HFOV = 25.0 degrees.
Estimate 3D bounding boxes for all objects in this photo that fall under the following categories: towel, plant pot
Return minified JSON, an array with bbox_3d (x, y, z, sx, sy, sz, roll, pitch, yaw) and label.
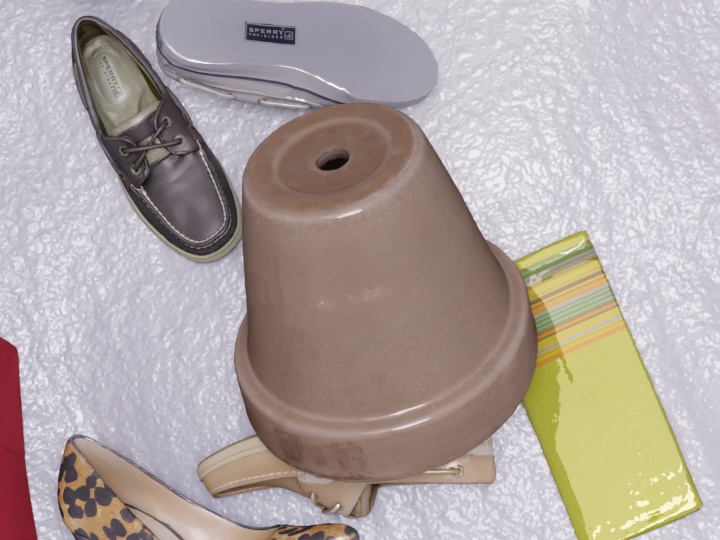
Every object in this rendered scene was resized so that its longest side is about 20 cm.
[{"bbox_3d":[0.149,0.079,1.076,0.085,0.018,0.202,-24,73,9],"label":"towel"},{"bbox_3d":[0.000,0.000,1.001,0.198,0.176,0.201,-11,40,9],"label":"plant pot"}]

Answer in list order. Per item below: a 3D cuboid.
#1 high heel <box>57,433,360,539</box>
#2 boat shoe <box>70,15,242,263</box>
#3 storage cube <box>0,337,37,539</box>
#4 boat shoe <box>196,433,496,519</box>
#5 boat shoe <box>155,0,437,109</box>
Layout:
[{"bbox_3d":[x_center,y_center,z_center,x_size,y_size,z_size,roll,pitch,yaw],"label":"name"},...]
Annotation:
[{"bbox_3d":[-0.105,0.151,1.041,0.198,0.071,0.144,-22,90,25],"label":"high heel"},{"bbox_3d":[-0.154,-0.095,1.153,0.071,0.066,0.202,-32,72,0],"label":"boat shoe"},{"bbox_3d":[-0.325,0.127,1.066,0.198,0.180,0.173,-13,73,6],"label":"storage cube"},{"bbox_3d":[-0.011,0.130,1.061,0.198,0.071,0.065,-13,80,12],"label":"boat shoe"},{"bbox_3d":[-0.047,-0.145,1.147,0.198,0.066,0.073,3,71,-11],"label":"boat shoe"}]
